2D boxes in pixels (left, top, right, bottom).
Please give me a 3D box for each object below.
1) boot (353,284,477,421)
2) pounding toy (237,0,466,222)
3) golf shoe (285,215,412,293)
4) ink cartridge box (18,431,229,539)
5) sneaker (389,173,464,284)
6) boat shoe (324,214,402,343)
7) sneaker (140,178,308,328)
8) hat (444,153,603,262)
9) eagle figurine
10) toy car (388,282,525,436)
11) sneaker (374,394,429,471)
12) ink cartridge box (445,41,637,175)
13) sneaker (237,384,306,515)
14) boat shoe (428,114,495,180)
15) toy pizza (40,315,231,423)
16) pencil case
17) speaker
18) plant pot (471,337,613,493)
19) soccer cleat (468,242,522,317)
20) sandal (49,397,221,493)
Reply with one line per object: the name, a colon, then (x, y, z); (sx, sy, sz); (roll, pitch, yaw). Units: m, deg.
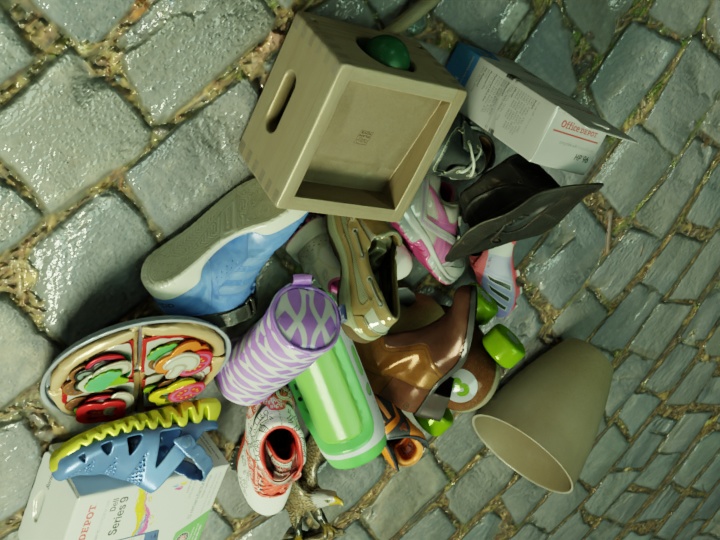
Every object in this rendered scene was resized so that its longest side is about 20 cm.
boot: (0.031, 0.073, 1.346); (0.069, 0.198, 0.190); (-69, 178, -57)
pounding toy: (0.001, -0.175, 1.108); (0.183, 0.143, 0.201); (5, 125, -38)
golf shoe: (0.000, 0.000, 1.283); (0.199, 0.092, 0.075); (9, 129, -50)
ink cartridge box: (-0.267, 0.261, 1.269); (0.199, 0.088, 0.146); (-2, 126, -43)
sneaker: (0.090, -0.056, 1.338); (0.088, 0.081, 0.200); (-43, 145, -2)
boat shoe: (0.014, -0.027, 1.188); (0.071, 0.202, 0.076); (11, 151, -41)
sneaker: (-0.121, -0.012, 1.161); (0.199, 0.077, 0.112); (-36, 139, -10)
hat: (0.171, -0.084, 1.279); (0.199, 0.082, 0.201); (-24, 167, -6)
eagle figurine: (-0.078, 0.273, 1.470); (0.152, 0.149, 0.202); (-60, 140, -69)
toy car: (0.078, 0.089, 1.422); (0.164, 0.158, 0.199); (-45, 135, 16)
sneaker: (0.037, 0.211, 1.475); (0.077, 0.112, 0.200); (-40, 167, 3)
ink cartridge box: (0.190, -0.168, 1.228); (0.115, 0.200, 0.068); (5, 119, -48)
sneaker: (-0.105, 0.233, 1.317); (0.066, 0.108, 0.204); (-2, 119, -13)
boat shoe: (0.107, -0.134, 1.225); (0.072, 0.067, 0.200); (-63, 169, 11)
toy pizza: (-0.226, 0.110, 1.150); (0.198, 0.032, 0.201); (-16, 152, -9)
pencil case: (-0.094, 0.078, 1.196); (0.083, 0.086, 0.200); (-5, 159, -32)
speaker: (-0.037, 0.126, 1.303); (0.088, 0.088, 0.202); (-28, 107, -24)
plant pot: (0.307, 0.212, 1.761); (0.200, 0.186, 0.188); (-50, 147, -20)
soccer cleat: (0.172, -0.011, 1.491); (0.076, 0.067, 0.201); (-15, 137, -11)
sandal: (-0.229, 0.194, 1.184); (0.198, 0.088, 0.079); (-10, 173, -33)
